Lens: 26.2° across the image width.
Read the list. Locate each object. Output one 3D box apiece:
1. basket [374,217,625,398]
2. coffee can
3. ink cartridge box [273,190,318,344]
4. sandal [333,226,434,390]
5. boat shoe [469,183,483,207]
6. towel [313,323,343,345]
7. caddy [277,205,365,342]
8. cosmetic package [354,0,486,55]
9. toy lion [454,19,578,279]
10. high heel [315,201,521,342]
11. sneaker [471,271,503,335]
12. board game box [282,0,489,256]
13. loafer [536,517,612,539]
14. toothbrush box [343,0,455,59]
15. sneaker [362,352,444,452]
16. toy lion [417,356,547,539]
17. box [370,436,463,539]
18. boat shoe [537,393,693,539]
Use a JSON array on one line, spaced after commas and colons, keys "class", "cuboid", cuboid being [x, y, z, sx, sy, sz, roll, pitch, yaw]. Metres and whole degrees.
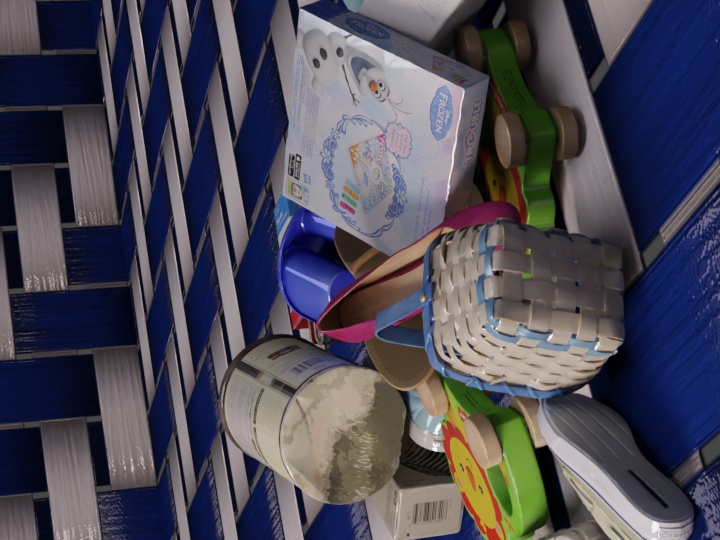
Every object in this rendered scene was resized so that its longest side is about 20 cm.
[{"class": "basket", "cuboid": [0.126, 0.038, 1.300, 0.200, 0.175, 0.140, 138, 138, -56]}, {"class": "coffee can", "cuboid": [-0.054, 0.158, 1.676, 0.200, 0.145, 0.148, -163, 70, -65]}, {"class": "ink cartridge box", "cuboid": [-0.030, 0.001, 1.853, 0.067, 0.115, 0.202, 125, 138, -62]}, {"class": "sandal", "cuboid": [0.037, 0.036, 1.482, 0.070, 0.077, 0.213, 50, -166, -52]}, {"class": "boat shoe", "cuboid": [0.056, -0.080, 1.499, 0.200, 0.066, 0.070, -122, 37, -46]}, {"class": "towel", "cuboid": [0.009, -0.023, 1.703, 0.034, 0.131, 0.202, -165, 71, -64]}, {"class": "caddy", "cuboid": [0.000, 0.000, 1.623, 0.105, 0.199, 0.142, 21, 83, 46]}, {"class": "cosmetic package", "cuboid": [0.067, -0.258, 1.423, 0.081, 0.113, 0.200, 45, 136, 4]}, {"class": "toy lion", "cuboid": [0.136, -0.099, 1.421, 0.193, 0.068, 0.201, 94, 162, -46]}, {"class": "high heel", "cuboid": [0.051, 0.005, 1.353, 0.200, 0.096, 0.068, -41, 75, 31]}, {"class": "sneaker", "cuboid": [0.113, 0.036, 1.482, 0.074, 0.079, 0.200, -53, 5, -9]}, {"class": "board game box", "cuboid": [0.018, -0.121, 1.427, 0.198, 0.043, 0.202, 31, 130, 32]}, {"class": "loafer", "cuboid": [0.177, 0.260, 1.329, 0.200, 0.069, 0.070, 117, 130, -74]}, {"class": "toothbrush box", "cuboid": [0.042, -0.323, 1.618, 0.201, 0.084, 0.148, -117, 28, -50]}, {"class": "sneaker", "cuboid": [0.063, 0.117, 1.676, 0.200, 0.073, 0.083, 41, 124, 55]}, {"class": "toy lion", "cuboid": [0.122, 0.185, 1.439, 0.200, 0.068, 0.193, -140, 31, -66]}, {"class": "box", "cuboid": [0.045, 0.213, 1.720, 0.200, 0.081, 0.069, -126, 36, -57]}, {"class": "boat shoe", "cuboid": [0.197, 0.169, 1.249, 0.200, 0.071, 0.063, -126, 39, -55]}]
